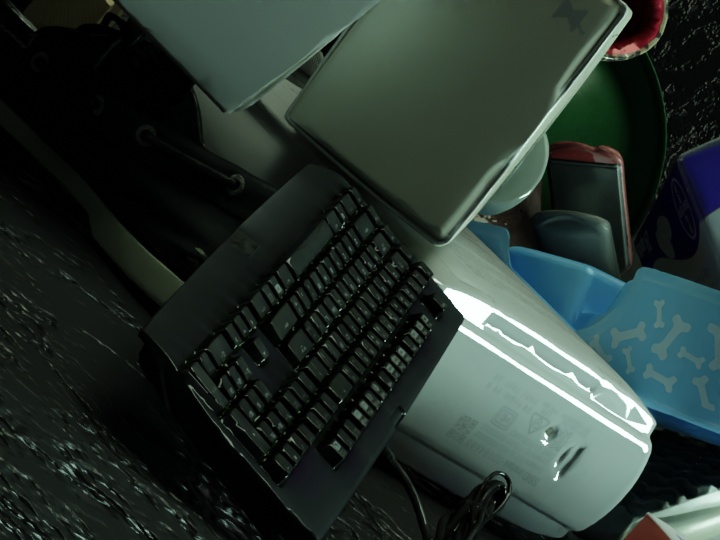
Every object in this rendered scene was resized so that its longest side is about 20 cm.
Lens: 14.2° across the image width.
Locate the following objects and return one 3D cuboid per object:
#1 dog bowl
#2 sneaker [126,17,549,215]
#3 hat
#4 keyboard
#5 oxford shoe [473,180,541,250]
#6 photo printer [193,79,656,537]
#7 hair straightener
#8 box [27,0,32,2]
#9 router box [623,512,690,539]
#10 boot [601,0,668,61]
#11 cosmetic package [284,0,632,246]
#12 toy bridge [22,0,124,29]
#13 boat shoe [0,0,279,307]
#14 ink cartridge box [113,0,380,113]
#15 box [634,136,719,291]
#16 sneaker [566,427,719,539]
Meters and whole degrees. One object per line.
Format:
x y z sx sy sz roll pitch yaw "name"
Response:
0.109 0.030 1.132 0.111 0.050 0.200 24 -4 -41 "dog bowl"
-0.020 -0.090 1.200 0.200 0.074 0.089 16 -18 25 "sneaker"
0.025 -0.048 1.316 0.176 0.199 0.166 -33 110 -69 "hat"
0.002 0.039 0.842 0.127 0.021 0.200 54 21 -6 "keyboard"
0.048 -0.038 1.269 0.071 0.200 0.073 -8 -48 36 "oxford shoe"
0.000 0.000 1.062 0.166 0.069 0.200 32 11 -48 "photo printer"
0.096 0.031 1.289 0.041 0.077 0.200 9 -34 9 "hair straightener"
-0.160 -0.240 1.295 0.200 0.166 0.164 41 9 9 "box"
0.181 0.185 0.968 0.200 0.049 0.180 35 9 -37 "router box"
0.034 -0.162 1.217 0.150 0.073 0.200 27 -13 44 "boot"
0.040 -0.075 1.032 0.071 0.105 0.200 38 6 2 "cosmetic package"
-0.108 -0.118 1.217 0.027 0.067 0.200 40 22 -3 "toy bridge"
-0.077 -0.051 0.982 0.074 0.066 0.199 34 10 -47 "boat shoe"
-0.073 -0.171 0.942 0.200 0.083 0.147 45 25 -24 "ink cartridge box"
0.220 0.039 1.371 0.184 0.105 0.200 93 -24 -79 "box"
0.153 0.110 1.188 0.070 0.094 0.200 11 15 36 "sneaker"
